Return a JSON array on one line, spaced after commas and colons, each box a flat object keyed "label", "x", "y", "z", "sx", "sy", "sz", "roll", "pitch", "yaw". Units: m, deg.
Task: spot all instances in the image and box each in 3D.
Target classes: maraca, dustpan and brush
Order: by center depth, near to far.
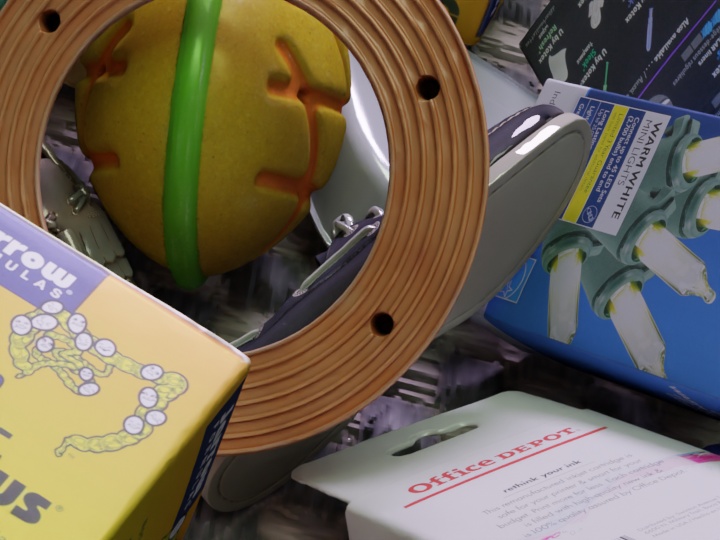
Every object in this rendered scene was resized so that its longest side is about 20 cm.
[{"label": "maraca", "x": -0.055, "y": -0.087, "z": 0.897, "sx": 0.106, "sy": 0.137, "sz": 0.201, "roll": 8, "pitch": 57, "yaw": 1}, {"label": "dustpan and brush", "x": 0.019, "y": -0.015, "z": 0.927, "sx": 0.139, "sy": 0.057, "sz": 0.200, "roll": 32, "pitch": 39, "yaw": -5}]

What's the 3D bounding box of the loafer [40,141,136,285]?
[{"label": "loafer", "x": -0.145, "y": -0.031, "z": 0.872, "sx": 0.072, "sy": 0.063, "sz": 0.200, "roll": -22, "pitch": 58, "yaw": -34}]

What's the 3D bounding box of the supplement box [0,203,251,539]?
[{"label": "supplement box", "x": -0.132, "y": 0.088, "z": 0.615, "sx": 0.109, "sy": 0.109, "sz": 0.200, "roll": 31, "pitch": 45, "yaw": 7}]

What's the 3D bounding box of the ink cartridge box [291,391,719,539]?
[{"label": "ink cartridge box", "x": 0.076, "y": 0.107, "z": 0.777, "sx": 0.115, "sy": 0.068, "sz": 0.200, "roll": -17, "pitch": 20, "yaw": -31}]

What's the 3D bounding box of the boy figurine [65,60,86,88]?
[{"label": "boy figurine", "x": -0.090, "y": -0.167, "z": 0.991, "sx": 0.064, "sy": 0.124, "sz": 0.201, "roll": 36, "pitch": 72, "yaw": -17}]

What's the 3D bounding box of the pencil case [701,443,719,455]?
[{"label": "pencil case", "x": 0.204, "y": 0.087, "z": 0.868, "sx": 0.199, "sy": 0.078, "sz": 0.087, "roll": -13, "pitch": 47, "yaw": -28}]

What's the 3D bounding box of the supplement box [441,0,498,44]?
[{"label": "supplement box", "x": 0.048, "y": -0.212, "z": 1.047, "sx": 0.109, "sy": 0.109, "sz": 0.200, "roll": 24, "pitch": 38, "yaw": 6}]

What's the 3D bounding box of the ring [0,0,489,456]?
[{"label": "ring", "x": -0.051, "y": -0.035, "z": 0.799, "sx": 0.200, "sy": 0.201, "sz": 0.019, "roll": 32, "pitch": 4, "yaw": 12}]

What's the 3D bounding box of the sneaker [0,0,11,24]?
[{"label": "sneaker", "x": -0.156, "y": -0.119, "z": 0.859, "sx": 0.087, "sy": 0.075, "sz": 0.200, "roll": 31, "pitch": 47, "yaw": 14}]

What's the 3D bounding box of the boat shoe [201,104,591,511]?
[{"label": "boat shoe", "x": 0.000, "y": 0.000, "z": 0.840, "sx": 0.200, "sy": 0.073, "sz": 0.063, "roll": -43, "pitch": 61, "yaw": -6}]

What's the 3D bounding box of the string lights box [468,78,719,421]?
[{"label": "string lights box", "x": 0.132, "y": -0.001, "z": 0.839, "sx": 0.059, "sy": 0.103, "sz": 0.200, "roll": 30, "pitch": -7, "yaw": -39}]

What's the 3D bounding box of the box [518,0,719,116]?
[{"label": "box", "x": 0.175, "y": -0.058, "z": 0.957, "sx": 0.122, "sy": 0.106, "sz": 0.201, "roll": 7, "pitch": 43, "yaw": -37}]
